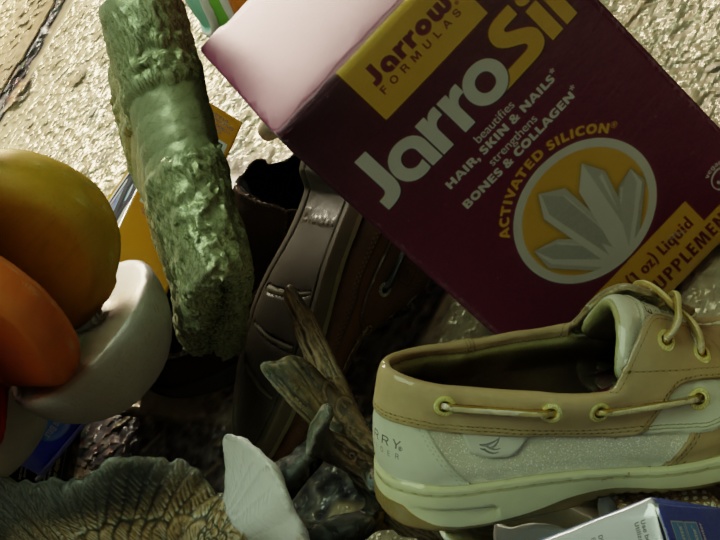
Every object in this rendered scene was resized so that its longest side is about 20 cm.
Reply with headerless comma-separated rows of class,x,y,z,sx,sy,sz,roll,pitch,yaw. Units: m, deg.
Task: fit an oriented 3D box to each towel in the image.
towel,-0.082,-0.039,1.054,0.036,0.149,0.200,-15,-9,-8

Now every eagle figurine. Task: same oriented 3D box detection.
eagle figurine,-0.066,0.131,0.997,0.200,0.151,0.152,-35,33,10

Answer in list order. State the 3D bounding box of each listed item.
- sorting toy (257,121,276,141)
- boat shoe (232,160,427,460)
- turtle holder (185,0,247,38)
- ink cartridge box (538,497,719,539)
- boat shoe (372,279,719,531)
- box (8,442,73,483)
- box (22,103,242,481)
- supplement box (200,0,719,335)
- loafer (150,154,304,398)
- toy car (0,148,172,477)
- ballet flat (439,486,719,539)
sorting toy,0.028,-0.167,1.278,0.185,0.036,0.200,-28,34,27
boat shoe,0.000,0.000,1.107,0.072,0.068,0.200,34,107,61
turtle holder,-0.032,-0.188,1.209,0.141,0.132,0.186,-21,39,37
ink cartridge box,0.079,0.163,0.811,0.200,0.076,0.137,-26,68,32
boat shoe,0.100,0.041,0.882,0.200,0.067,0.074,-14,26,-12
box,-0.232,0.074,1.212,0.086,0.164,0.200,-26,41,31
box,-0.127,0.012,1.201,0.119,0.041,0.200,-49,13,43
supplement box,0.055,-0.064,0.993,0.131,0.200,0.103,-46,33,5
loafer,-0.045,-0.021,1.177,0.200,0.071,0.073,-44,34,8
toy car,-0.193,0.033,1.025,0.200,0.175,0.150,-29,29,34
ballet flat,0.069,0.090,0.934,0.200,0.065,0.071,16,112,55
